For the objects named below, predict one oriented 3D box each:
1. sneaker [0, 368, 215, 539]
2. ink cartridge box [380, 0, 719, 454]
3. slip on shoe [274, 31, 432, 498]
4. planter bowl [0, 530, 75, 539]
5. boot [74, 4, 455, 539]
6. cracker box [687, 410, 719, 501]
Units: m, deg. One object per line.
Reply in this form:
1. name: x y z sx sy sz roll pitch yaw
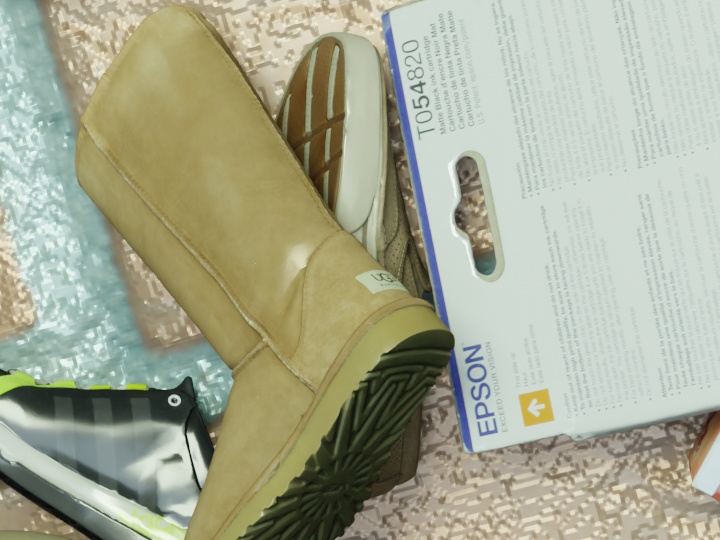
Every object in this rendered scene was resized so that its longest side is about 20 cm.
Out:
1. sneaker: -0.108 0.078 0.902 0.199 0.072 0.083 34 76 2
2. ink cartridge box: 0.119 -0.039 0.825 0.198 0.041 0.202 -13 82 24
3. slip on shoe: 0.000 0.000 0.870 0.060 0.076 0.202 0 91 -30
4. planter bowl: -0.143 0.201 0.877 0.198 0.135 0.202 1 98 9
5. boot: -0.062 0.018 0.843 0.176 0.066 0.200 -53 56 19
6. cracker box: 0.254 0.074 0.841 0.199 0.058 0.135 29 100 3
